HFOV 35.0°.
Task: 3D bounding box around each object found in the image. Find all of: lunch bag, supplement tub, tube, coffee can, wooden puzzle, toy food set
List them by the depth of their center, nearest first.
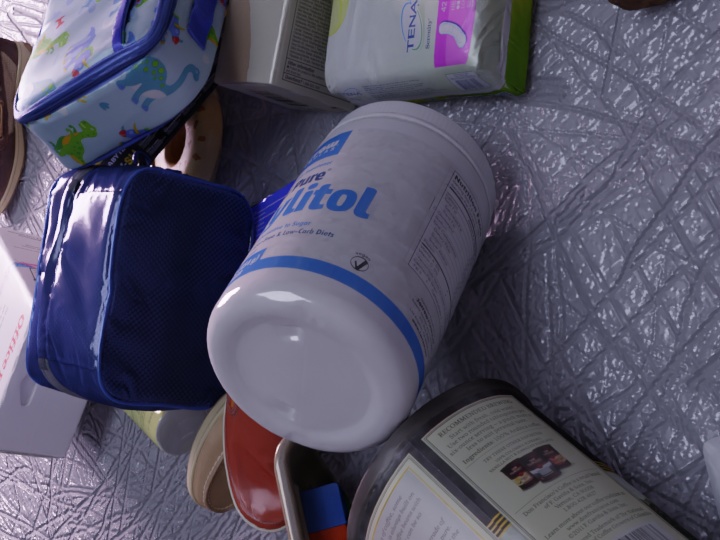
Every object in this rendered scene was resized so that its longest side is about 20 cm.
[{"bbox_3d":[0.106,0.176,0.630,0.200,0.145,0.148,39,109,42],"label":"coffee can"},{"bbox_3d":[0.000,0.000,0.716,0.131,0.132,0.201,-26,25,39],"label":"supplement tub"},{"bbox_3d":[-0.009,0.220,0.745,0.046,0.186,0.203,-10,68,2],"label":"wooden puzzle"},{"bbox_3d":[-0.178,0.006,0.894,0.131,0.135,0.203,1,79,44],"label":"lunch bag"},{"bbox_3d":[-0.180,-0.186,0.896,0.159,0.083,0.202,-21,41,25],"label":"lunch bag"},{"bbox_3d":[-0.203,0.099,1.029,0.058,0.052,0.199,-34,37,-18],"label":"tube"},{"bbox_3d":[-0.197,-0.110,1.059,0.199,0.048,0.201,-51,51,26],"label":"toy food set"}]

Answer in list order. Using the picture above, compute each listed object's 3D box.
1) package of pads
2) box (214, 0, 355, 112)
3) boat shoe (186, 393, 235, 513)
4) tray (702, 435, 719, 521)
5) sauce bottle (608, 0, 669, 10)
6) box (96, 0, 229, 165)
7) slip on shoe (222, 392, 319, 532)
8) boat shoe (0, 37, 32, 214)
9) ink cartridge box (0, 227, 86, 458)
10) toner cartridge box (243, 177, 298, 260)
[{"bbox_3d":[0.050,-0.222,0.817,0.153,0.068,0.203,1,83,45],"label":"package of pads"},{"bbox_3d":[-0.041,-0.234,0.894,0.077,0.094,0.203,10,88,46],"label":"box"},{"bbox_3d":[-0.066,0.116,0.868,0.201,0.071,0.065,-57,48,19],"label":"boat shoe"},{"bbox_3d":[0.266,0.114,0.569,0.199,0.022,0.109,-26,64,40],"label":"tray"},{"bbox_3d":[0.160,-0.264,0.717,0.066,0.065,0.203,-25,64,39],"label":"sauce bottle"},{"bbox_3d":[-0.196,-0.179,1.008,0.200,0.049,0.159,-49,44,-1],"label":"box"},{"bbox_3d":[-0.064,0.091,0.805,0.073,0.061,0.203,8,103,8],"label":"slip on shoe"},{"bbox_3d":[-0.416,-0.162,1.272,0.072,0.071,0.203,9,89,45],"label":"boat shoe"},{"bbox_3d":[-0.323,0.067,1.106,0.200,0.083,0.146,41,111,53],"label":"ink cartridge box"},{"bbox_3d":[-0.085,0.005,0.928,0.199,0.043,0.096,-27,63,39],"label":"toner cartridge box"}]
